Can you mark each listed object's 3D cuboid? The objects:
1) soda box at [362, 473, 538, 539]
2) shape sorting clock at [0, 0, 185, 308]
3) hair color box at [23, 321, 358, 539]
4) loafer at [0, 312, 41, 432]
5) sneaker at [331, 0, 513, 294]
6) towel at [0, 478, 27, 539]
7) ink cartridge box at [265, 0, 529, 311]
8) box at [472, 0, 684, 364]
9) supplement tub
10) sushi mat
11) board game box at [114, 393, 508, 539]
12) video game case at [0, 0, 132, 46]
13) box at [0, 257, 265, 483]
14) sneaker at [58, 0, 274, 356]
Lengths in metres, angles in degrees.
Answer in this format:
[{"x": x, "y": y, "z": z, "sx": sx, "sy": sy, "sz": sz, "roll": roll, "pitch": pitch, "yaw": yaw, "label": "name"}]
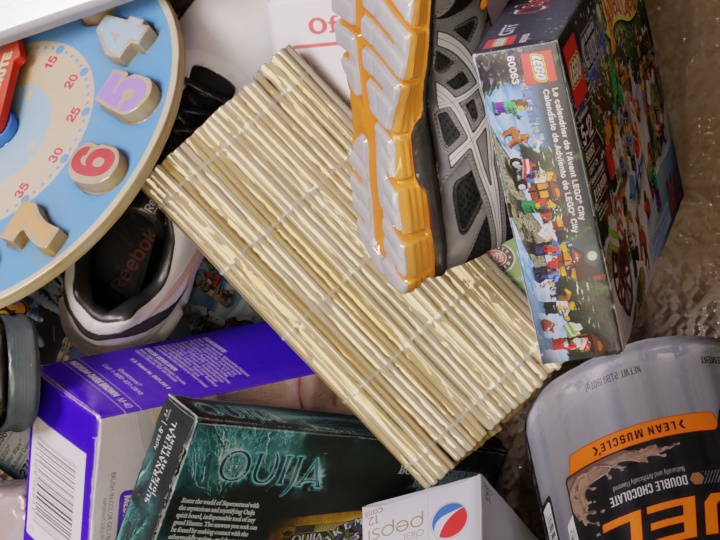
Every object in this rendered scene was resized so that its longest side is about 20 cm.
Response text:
[{"x": 0.072, "y": 0.179, "z": 1.400, "sx": 0.063, "sy": 0.068, "sz": 0.200, "roll": -17, "pitch": 140, "yaw": 21, "label": "soda box"}, {"x": -0.168, "y": -0.064, "z": 1.373, "sx": 0.199, "sy": 0.201, "sz": 0.039, "roll": -26, "pitch": 133, "yaw": 23, "label": "shape sorting clock"}, {"x": -0.059, "y": 0.089, "z": 1.391, "sx": 0.065, "sy": 0.199, "sz": 0.110, "roll": 31, "pitch": 123, "yaw": 45, "label": "hair color box"}, {"x": -0.199, "y": 0.054, "z": 1.386, "sx": 0.062, "sy": 0.200, "sz": 0.072, "roll": -1, "pitch": 79, "yaw": -18, "label": "loafer"}, {"x": 0.036, "y": -0.087, "z": 1.277, "sx": 0.077, "sy": 0.078, "sz": 0.201, "roll": -15, "pitch": 129, "yaw": -16, "label": "sneaker"}, {"x": -0.212, "y": 0.200, "z": 1.545, "sx": 0.190, "sy": 0.032, "sz": 0.201, "roll": -5, "pitch": 109, "yaw": 33, "label": "towel"}, {"x": 0.026, "y": -0.083, "z": 1.367, "sx": 0.116, "sy": 0.067, "sz": 0.201, "roll": -4, "pitch": 110, "yaw": 15, "label": "ink cartridge box"}, {"x": 0.099, "y": -0.060, "z": 1.281, "sx": 0.037, "sy": 0.200, "sz": 0.137, "roll": -8, "pitch": 109, "yaw": 16, "label": "box"}, {"x": 0.150, "y": 0.142, "z": 1.337, "sx": 0.122, "sy": 0.122, "sz": 0.201, "roll": -25, "pitch": 59, "yaw": 23, "label": "supplement tub"}, {"x": 0.000, "y": 0.000, "z": 1.341, "sx": 0.096, "sy": 0.012, "sz": 0.200, "roll": -44, "pitch": 99, "yaw": -4, "label": "sushi mat"}, {"x": -0.029, "y": 0.131, "z": 1.373, "sx": 0.028, "sy": 0.199, "sz": 0.136, "roll": 33, "pitch": 107, "yaw": 45, "label": "board game box"}, {"x": -0.192, "y": -0.194, "z": 1.383, "sx": 0.199, "sy": 0.023, "sz": 0.183, "roll": -16, "pitch": 85, "yaw": 22, "label": "video game case"}, {"x": -0.124, "y": 0.026, "z": 1.469, "sx": 0.137, "sy": 0.040, "sz": 0.200, "roll": 36, "pitch": 116, "yaw": 2, "label": "box"}, {"x": -0.081, "y": -0.051, "z": 1.372, "sx": 0.073, "sy": 0.080, "sz": 0.201, "roll": 22, "pitch": 84, "yaw": 2, "label": "sneaker"}]
